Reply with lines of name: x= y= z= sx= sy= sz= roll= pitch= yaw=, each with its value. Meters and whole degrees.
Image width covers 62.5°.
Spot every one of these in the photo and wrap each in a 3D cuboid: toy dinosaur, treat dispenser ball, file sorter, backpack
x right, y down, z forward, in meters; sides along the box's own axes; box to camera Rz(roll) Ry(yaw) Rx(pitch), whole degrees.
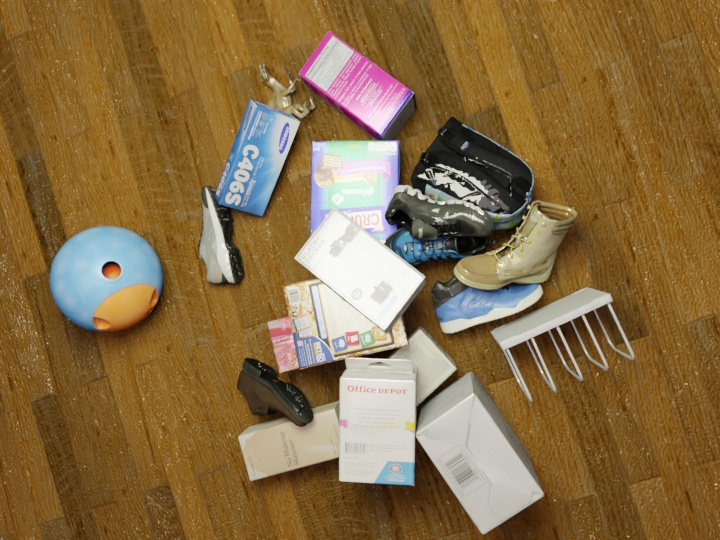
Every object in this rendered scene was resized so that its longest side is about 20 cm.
toy dinosaur: x=-0.142 y=-0.315 z=1.177 sx=0.100 sy=0.058 sz=0.202 roll=-14 pitch=92 yaw=24
treat dispenser ball: x=-0.482 y=0.017 z=1.137 sx=0.199 sy=0.201 sz=0.203 roll=0 pitch=90 yaw=8
file sorter: x=0.355 y=0.132 z=1.056 sx=0.199 sy=0.139 sz=0.125 roll=-25 pitch=90 yaw=7
backpack: x=0.216 y=-0.160 z=1.075 sx=0.199 sy=0.154 sz=0.164 roll=24 pitch=71 yaw=28

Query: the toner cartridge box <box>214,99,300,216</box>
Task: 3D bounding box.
toner cartridge box: x=-0.198 y=-0.211 z=1.132 sx=0.094 sy=0.043 sz=0.201 roll=12 pitch=112 yaw=-34

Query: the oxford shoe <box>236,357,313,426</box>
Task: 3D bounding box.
oxford shoe: x=-0.165 y=0.250 z=1.134 sx=0.199 sy=0.072 sz=0.085 roll=28 pitch=93 yaw=40

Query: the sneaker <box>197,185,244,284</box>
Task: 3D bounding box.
sneaker: x=-0.293 y=-0.069 z=1.178 sx=0.079 sy=0.074 sz=0.202 roll=-11 pitch=88 yaw=13

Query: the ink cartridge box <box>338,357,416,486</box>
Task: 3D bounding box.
ink cartridge box: x=0.034 y=0.247 z=1.027 sx=0.127 sy=0.125 sz=0.202 roll=2 pitch=93 yaw=6

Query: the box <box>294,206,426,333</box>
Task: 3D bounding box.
box: x=0.000 y=0.000 z=1.006 sx=0.200 sy=0.060 sz=0.117 roll=39 pitch=88 yaw=13

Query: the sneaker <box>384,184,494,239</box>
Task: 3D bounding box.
sneaker: x=0.128 y=-0.083 z=1.025 sx=0.199 sy=0.067 sz=0.091 roll=21 pitch=56 yaw=23

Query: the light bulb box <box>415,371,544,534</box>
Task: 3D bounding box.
light bulb box: x=0.204 y=0.307 z=1.042 sx=0.124 sy=0.200 sz=0.199 roll=-35 pitch=85 yaw=8

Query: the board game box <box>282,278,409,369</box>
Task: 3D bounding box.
board game box: x=-0.026 y=0.080 z=1.056 sx=0.198 sy=0.046 sz=0.153 roll=-12 pitch=83 yaw=7

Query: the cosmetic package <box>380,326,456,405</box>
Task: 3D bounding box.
cosmetic package: x=0.076 y=0.211 z=1.124 sx=0.200 sy=0.073 sz=0.104 roll=-43 pitch=85 yaw=6

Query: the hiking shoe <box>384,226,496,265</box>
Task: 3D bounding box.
hiking shoe: x=0.139 y=-0.053 z=1.077 sx=0.198 sy=0.087 sz=0.075 roll=-8 pitch=90 yaw=-20

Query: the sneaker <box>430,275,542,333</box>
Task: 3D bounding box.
sneaker: x=0.228 y=0.033 z=1.102 sx=0.198 sy=0.077 sz=0.112 roll=-20 pitch=96 yaw=14

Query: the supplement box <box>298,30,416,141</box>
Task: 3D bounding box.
supplement box: x=-0.003 y=-0.341 z=1.125 sx=0.200 sy=0.101 sz=0.104 roll=39 pitch=95 yaw=7

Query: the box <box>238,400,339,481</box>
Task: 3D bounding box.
box: x=-0.123 y=0.328 z=1.147 sx=0.198 sy=0.078 sz=0.096 roll=-19 pitch=87 yaw=7

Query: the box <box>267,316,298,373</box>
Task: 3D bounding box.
box: x=-0.063 y=0.121 z=1.131 sx=0.198 sy=0.095 sz=0.104 roll=-14 pitch=86 yaw=7

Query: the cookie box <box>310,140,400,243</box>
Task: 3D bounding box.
cookie box: x=-0.009 y=-0.141 z=1.137 sx=0.169 sy=0.075 sz=0.202 roll=1 pitch=90 yaw=6

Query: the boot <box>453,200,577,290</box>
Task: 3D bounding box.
boot: x=0.268 y=-0.045 z=1.029 sx=0.198 sy=0.156 sz=0.073 roll=-3 pitch=44 yaw=-18
